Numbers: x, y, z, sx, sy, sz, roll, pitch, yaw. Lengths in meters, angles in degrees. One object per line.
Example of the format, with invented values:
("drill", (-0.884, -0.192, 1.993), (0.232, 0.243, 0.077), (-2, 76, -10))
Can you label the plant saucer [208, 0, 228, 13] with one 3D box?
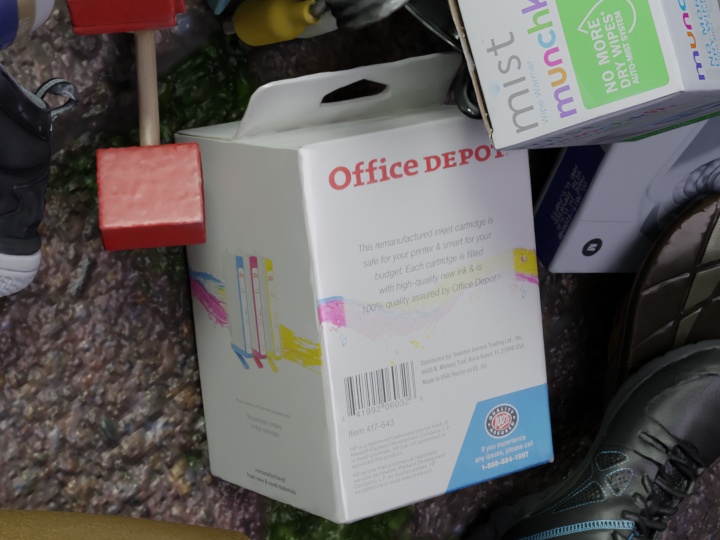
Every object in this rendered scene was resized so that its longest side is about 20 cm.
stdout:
("plant saucer", (-0.044, -0.175, 0.943), (0.019, 0.200, 0.070), (34, 76, 0))

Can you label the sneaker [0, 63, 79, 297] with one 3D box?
("sneaker", (-0.212, -0.057, 0.899), (0.199, 0.075, 0.114), (9, 111, -39))

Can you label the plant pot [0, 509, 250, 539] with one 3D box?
("plant pot", (-0.166, 0.177, 0.930), (0.199, 0.186, 0.188), (19, 86, -20))

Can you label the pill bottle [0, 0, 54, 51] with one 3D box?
("pill bottle", (-0.225, -0.097, 0.812), (0.200, 0.111, 0.112), (-34, 114, -25))

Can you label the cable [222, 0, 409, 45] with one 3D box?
("cable", (0.004, -0.128, 0.969), (0.097, 0.200, 0.051), (-28, 109, -14))

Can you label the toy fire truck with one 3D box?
("toy fire truck", (-0.101, -0.126, 0.964), (0.048, 0.141, 0.201), (-4, 63, -1))

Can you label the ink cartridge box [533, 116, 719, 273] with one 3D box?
("ink cartridge box", (0.206, -0.085, 1.150), (0.199, 0.041, 0.200), (-3, 131, -33))

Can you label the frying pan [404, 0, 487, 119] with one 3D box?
("frying pan", (0.050, -0.114, 1.010), (0.031, 0.115, 0.190), (-56, 163, 16))

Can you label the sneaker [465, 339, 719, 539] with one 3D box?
("sneaker", (0.145, 0.123, 1.135), (0.200, 0.082, 0.073), (-46, 121, 6))

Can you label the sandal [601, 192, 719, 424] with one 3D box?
("sandal", (0.172, 0.041, 1.179), (0.081, 0.055, 0.201), (0, 122, -16))

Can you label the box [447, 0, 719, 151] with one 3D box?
("box", (0.104, -0.162, 0.964), (0.176, 0.096, 0.201), (-7, 82, -63))

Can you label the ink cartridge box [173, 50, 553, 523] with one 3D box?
("ink cartridge box", (0.000, 0.000, 1.032), (0.128, 0.125, 0.201), (-12, 102, -32))
